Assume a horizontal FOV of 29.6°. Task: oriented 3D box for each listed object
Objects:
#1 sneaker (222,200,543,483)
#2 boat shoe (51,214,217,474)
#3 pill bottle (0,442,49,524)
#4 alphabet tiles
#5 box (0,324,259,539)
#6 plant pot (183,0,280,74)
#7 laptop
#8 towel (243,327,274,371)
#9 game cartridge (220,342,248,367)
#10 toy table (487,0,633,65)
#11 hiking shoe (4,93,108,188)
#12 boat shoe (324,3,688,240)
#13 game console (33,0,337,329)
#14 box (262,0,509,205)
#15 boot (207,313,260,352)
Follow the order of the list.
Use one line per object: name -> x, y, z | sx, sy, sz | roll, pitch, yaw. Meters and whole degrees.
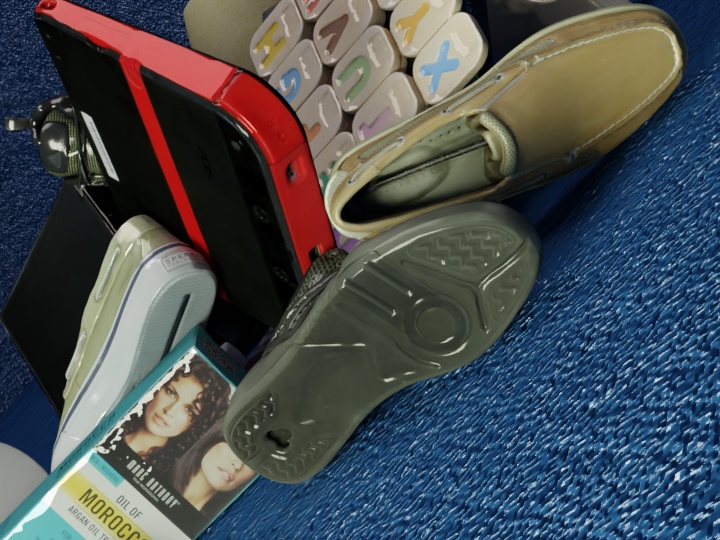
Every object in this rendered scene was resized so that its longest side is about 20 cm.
sneaker -> 0.013, 0.013, 0.663 | 0.199, 0.076, 0.115 | -45, 14, 37
boat shoe -> -0.144, 0.057, 0.831 | 0.072, 0.062, 0.201 | -1, -51, -44
pill bottle -> -0.280, 0.208, 0.895 | 0.200, 0.119, 0.120 | -52, 5, 28
alphabet tiles -> -0.010, -0.100, 0.799 | 0.196, 0.015, 0.201 | -45, 49, 30
box -> -0.135, 0.133, 0.787 | 0.200, 0.082, 0.049 | -45, 11, 6
plant pot -> -0.044, -0.140, 1.053 | 0.187, 0.201, 0.187 | -34, -2, -1
laptop -> -0.134, 0.012, 0.949 | 0.199, 0.187, 0.116 | -24, -40, -23
towel -> 0.000, 0.000, 0.937 | 0.146, 0.030, 0.200 | -35, 17, 49
game cartridge -> -0.141, 0.133, 0.959 | 0.133, 0.042, 0.200 | -36, 13, 26
toy table -> 0.097, -0.197, 0.933 | 0.201, 0.183, 0.117 | -63, 0, -24
hiking shoe -> -0.151, -0.074, 0.874 | 0.100, 0.076, 0.199 | -18, 24, -34
boat shoe -> 0.074, -0.066, 0.676 | 0.199, 0.072, 0.076 | -31, 7, 8
game console -> -0.088, -0.050, 0.755 | 0.031, 0.176, 0.201 | -45, -34, -24
box -> 0.009, -0.098, 0.827 | 0.157, 0.051, 0.202 | -24, 60, 40
boot -> -0.095, 0.031, 1.163 | 0.199, 0.075, 0.097 | -33, 38, 6
